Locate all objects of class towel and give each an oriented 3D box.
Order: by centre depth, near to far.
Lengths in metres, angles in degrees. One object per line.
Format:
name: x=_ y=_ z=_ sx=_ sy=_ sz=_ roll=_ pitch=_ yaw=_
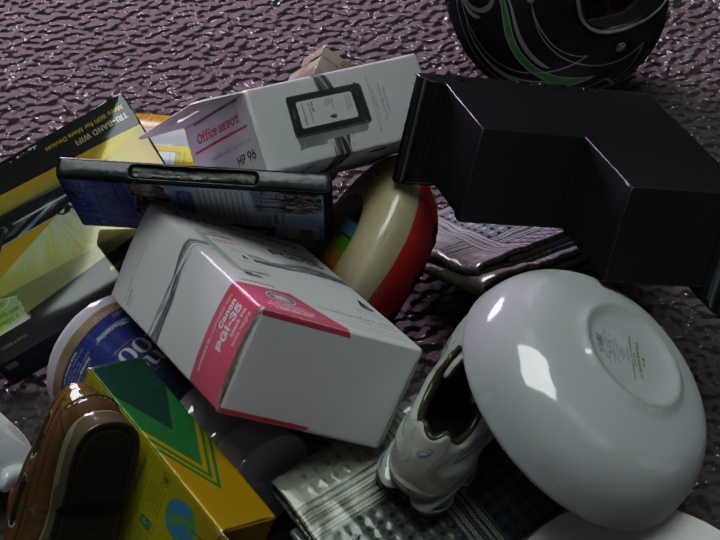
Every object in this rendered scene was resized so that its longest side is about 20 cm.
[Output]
towel: x=0.060 y=0.179 z=1.259 sx=0.199 sy=0.035 sz=0.193 roll=-27 pitch=66 yaw=-28
towel: x=0.135 y=-0.036 z=1.470 sx=0.191 sy=0.035 sz=0.200 roll=-17 pitch=20 yaw=-22

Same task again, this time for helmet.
helmet: x=0.185 y=-0.255 z=1.678 sx=0.199 sy=0.191 sz=0.200 roll=-33 pitch=23 yaw=16

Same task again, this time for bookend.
bookend: x=0.153 y=-0.057 z=1.296 sx=0.197 sy=0.093 sz=0.200 roll=2 pitch=28 yaw=-21

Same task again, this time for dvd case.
dvd case: x=-0.119 y=-0.053 z=1.330 sx=0.198 sy=0.143 sz=0.018 roll=4 pitch=77 yaw=0

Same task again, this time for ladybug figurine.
ladybug figurine: x=0.000 y=0.000 z=1.415 sx=0.072 sy=0.201 sz=0.136 roll=31 pitch=10 yaw=-20

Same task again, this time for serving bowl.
serving bowl: x=0.166 y=0.075 z=1.219 sx=0.199 sy=0.066 sz=0.201 roll=25 pitch=40 yaw=-23

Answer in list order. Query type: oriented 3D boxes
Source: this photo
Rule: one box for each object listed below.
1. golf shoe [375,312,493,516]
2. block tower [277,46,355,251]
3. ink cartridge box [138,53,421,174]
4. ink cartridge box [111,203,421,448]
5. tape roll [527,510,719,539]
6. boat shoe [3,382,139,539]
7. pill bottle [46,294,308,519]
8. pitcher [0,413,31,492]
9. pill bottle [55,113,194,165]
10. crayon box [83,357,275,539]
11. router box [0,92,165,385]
golf shoe: x=0.085 y=0.078 z=1.255 sx=0.078 sy=0.097 sz=0.200 roll=26 pitch=53 yaw=7
block tower: x=-0.053 y=-0.081 z=1.463 sx=0.058 sy=0.054 sz=0.201 roll=31 pitch=65 yaw=-21
ink cartridge box: x=-0.056 y=-0.104 z=1.366 sx=0.199 sy=0.068 sz=0.116 roll=-16 pitch=-3 yaw=-31
ink cartridge box: x=-0.072 y=0.036 z=1.278 sx=0.146 sy=0.083 sz=0.200 roll=16 pitch=15 yaw=-35
tape roll: x=0.187 y=0.244 z=1.178 sx=0.201 sy=0.037 sz=0.204 roll=4 pitch=45 yaw=-4
boat shoe: x=-0.205 y=0.173 z=1.206 sx=0.072 sy=0.201 sz=0.068 roll=13 pitch=18 yaw=-39
pill bottle: x=-0.134 y=0.108 z=1.321 sx=0.111 sy=0.112 sz=0.200 roll=-32 pitch=48 yaw=-31
pitcher: x=-0.307 y=0.174 z=1.263 sx=0.171 sy=0.122 sz=0.200 roll=31 pitch=37 yaw=14
pill bottle: x=-0.166 y=-0.079 z=1.546 sx=0.198 sy=0.112 sz=0.111 roll=4 pitch=40 yaw=8
crayon box: x=-0.133 y=0.173 z=1.215 sx=0.051 sy=0.127 sz=0.200 roll=-10 pitch=45 yaw=-43
router box: x=-0.239 y=-0.027 z=1.447 sx=0.199 sy=0.052 sz=0.158 roll=-31 pitch=70 yaw=-6
